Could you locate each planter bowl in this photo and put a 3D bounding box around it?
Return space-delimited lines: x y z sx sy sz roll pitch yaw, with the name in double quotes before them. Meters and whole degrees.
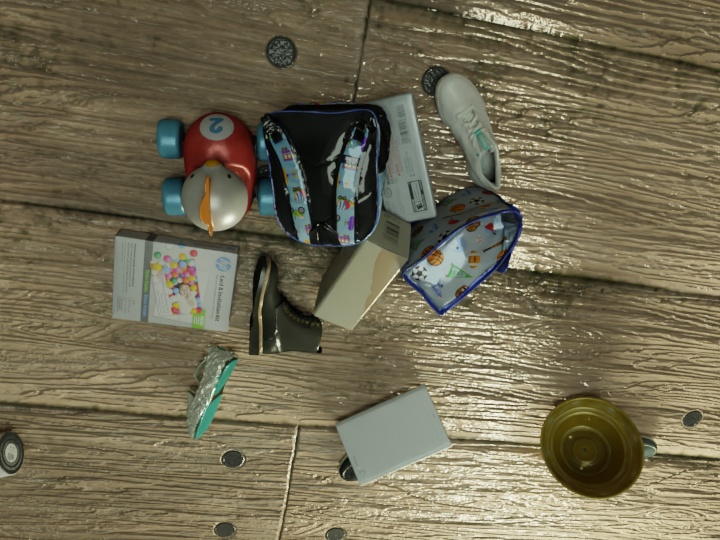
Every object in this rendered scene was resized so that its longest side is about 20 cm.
"planter bowl" 0.476 0.373 1.168 0.200 0.201 0.084 -20 154 2

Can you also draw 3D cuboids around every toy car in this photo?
"toy car" -0.213 -0.133 0.824 0.184 0.200 0.177 0 114 -7

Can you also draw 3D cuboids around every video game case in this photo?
"video game case" 0.016 -0.166 0.899 0.181 0.023 0.201 -9 110 15

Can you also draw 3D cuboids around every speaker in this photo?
"speaker" -0.753 0.364 1.046 0.199 0.081 0.081 -11 114 -1

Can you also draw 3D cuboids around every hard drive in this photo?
"hard drive" 0.065 0.329 1.120 0.200 0.026 0.132 -25 80 4

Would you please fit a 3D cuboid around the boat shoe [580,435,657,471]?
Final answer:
"boat shoe" 0.567 0.413 1.230 0.199 0.062 0.073 -4 114 -5

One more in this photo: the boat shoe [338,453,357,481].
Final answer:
"boat shoe" 0.044 0.396 1.159 0.199 0.066 0.075 -24 115 5

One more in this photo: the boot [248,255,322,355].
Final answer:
"boot" -0.126 0.066 0.999 0.138 0.078 0.200 3 126 -13

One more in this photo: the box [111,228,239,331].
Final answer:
"box" -0.321 0.020 0.967 0.199 0.041 0.156 9 113 -11

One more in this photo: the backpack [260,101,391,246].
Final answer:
"backpack" -0.044 -0.143 0.834 0.182 0.135 0.201 1 112 12

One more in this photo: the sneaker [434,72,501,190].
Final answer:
"sneaker" 0.186 -0.220 0.894 0.075 0.089 0.200 -28 114 7

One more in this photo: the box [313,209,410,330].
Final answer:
"box" 0.000 0.000 0.930 0.078 0.095 0.200 24 133 -14

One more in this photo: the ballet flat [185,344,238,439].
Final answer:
"ballet flat" -0.291 0.224 1.055 0.072 0.072 0.200 23 107 -15

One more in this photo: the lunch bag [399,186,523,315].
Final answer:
"lunch bag" 0.162 -0.047 0.922 0.200 0.170 0.124 -43 110 9
